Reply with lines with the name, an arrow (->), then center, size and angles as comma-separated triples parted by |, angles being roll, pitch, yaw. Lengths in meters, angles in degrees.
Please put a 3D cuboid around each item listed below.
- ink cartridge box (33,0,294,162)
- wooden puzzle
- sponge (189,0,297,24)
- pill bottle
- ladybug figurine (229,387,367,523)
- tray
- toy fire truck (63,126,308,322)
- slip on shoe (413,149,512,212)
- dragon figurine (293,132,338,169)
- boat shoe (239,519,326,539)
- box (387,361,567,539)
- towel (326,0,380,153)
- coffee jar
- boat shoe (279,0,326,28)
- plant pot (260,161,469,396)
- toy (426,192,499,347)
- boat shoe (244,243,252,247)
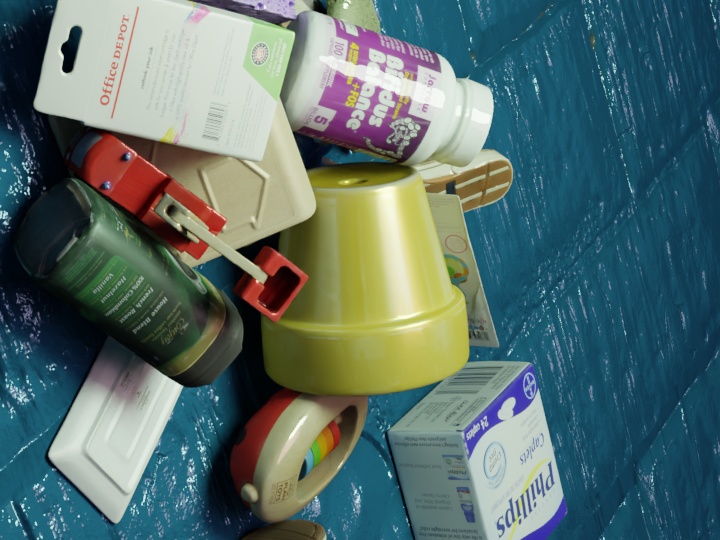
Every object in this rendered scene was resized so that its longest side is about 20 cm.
ink cartridge box -> -0.168, -0.169, 1.336 | 0.199, 0.067, 0.118 | 11, 102, -23
wooden puzzle -> -0.157, -0.100, 1.421 | 0.199, 0.046, 0.186 | -24, 110, -14
sponge -> -0.158, -0.243, 1.431 | 0.200, 0.111, 0.030 | 5, 80, -56
pill bottle -> 0.020, -0.163, 1.516 | 0.199, 0.112, 0.113 | 15, 71, -21
ladybug figurine -> -0.064, 0.164, 1.548 | 0.200, 0.072, 0.136 | -34, 143, -55
tray -> -0.198, 0.111, 1.419 | 0.107, 0.022, 0.200 | 53, 46, -38
toy fire truck -> -0.148, -0.043, 1.335 | 0.200, 0.141, 0.049 | 37, 88, -24
slip on shoe -> 0.065, -0.088, 1.692 | 0.199, 0.061, 0.076 | -21, 126, -25
dragon figurine -> -0.066, -0.113, 1.602 | 0.200, 0.059, 0.100 | 52, 47, -44
boat shoe -> -0.103, 0.305, 1.508 | 0.202, 0.075, 0.075 | -29, 124, -47
box -> 0.137, 0.231, 1.832 | 0.184, 0.105, 0.201 | -37, 117, -51
towel -> -0.007, -0.223, 1.664 | 0.200, 0.036, 0.149 | 66, 29, -68
coffee jar -> -0.189, 0.015, 1.345 | 0.085, 0.104, 0.200 | -47, 127, 3
boat shoe -> -0.090, -0.272, 1.577 | 0.200, 0.072, 0.065 | 39, 51, -52
plant pot -> 0.000, 0.000, 1.544 | 0.201, 0.200, 0.190 | -24, 114, -54
toy -> 0.076, -0.010, 1.654 | 0.047, 0.115, 0.201 | -56, 141, -44
boat shoe -> -0.132, -0.115, 1.492 | 0.063, 0.073, 0.201 | -26, 109, -57
